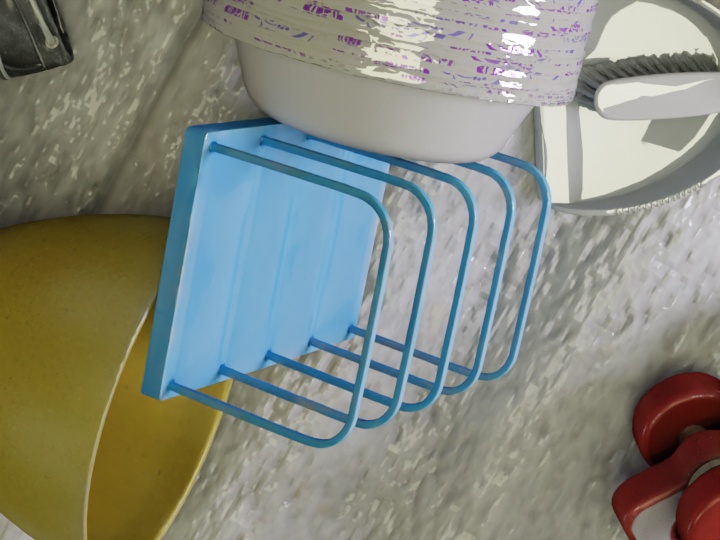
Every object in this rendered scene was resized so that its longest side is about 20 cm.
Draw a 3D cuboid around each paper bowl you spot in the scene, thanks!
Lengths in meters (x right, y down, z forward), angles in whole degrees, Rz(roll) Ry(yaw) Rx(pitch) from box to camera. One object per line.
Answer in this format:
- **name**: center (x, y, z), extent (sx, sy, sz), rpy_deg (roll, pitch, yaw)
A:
- **paper bowl**: center (0.016, -0.121, 0.961), extent (0.199, 0.201, 0.105), rpy_deg (12, 105, -5)

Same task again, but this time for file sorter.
- **file sorter**: center (0.000, 0.000, 0.977), extent (0.122, 0.200, 0.140), rpy_deg (18, 106, 27)

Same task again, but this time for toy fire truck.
- **toy fire truck**: center (0.258, 0.132, 1.096), extent (0.199, 0.112, 0.168), rpy_deg (-29, 123, 7)

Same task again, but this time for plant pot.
- **plant pot**: center (-0.165, 0.050, 1.023), extent (0.141, 0.200, 0.201), rpy_deg (19, 105, 14)

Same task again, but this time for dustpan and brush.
- **dustpan and brush**: center (0.199, -0.102, 1.046), extent (0.198, 0.057, 0.141), rpy_deg (-4, 105, -1)

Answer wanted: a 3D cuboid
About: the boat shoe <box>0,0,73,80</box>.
- **boat shoe**: center (-0.198, -0.201, 0.999), extent (0.067, 0.072, 0.202), rpy_deg (-9, 108, 3)
